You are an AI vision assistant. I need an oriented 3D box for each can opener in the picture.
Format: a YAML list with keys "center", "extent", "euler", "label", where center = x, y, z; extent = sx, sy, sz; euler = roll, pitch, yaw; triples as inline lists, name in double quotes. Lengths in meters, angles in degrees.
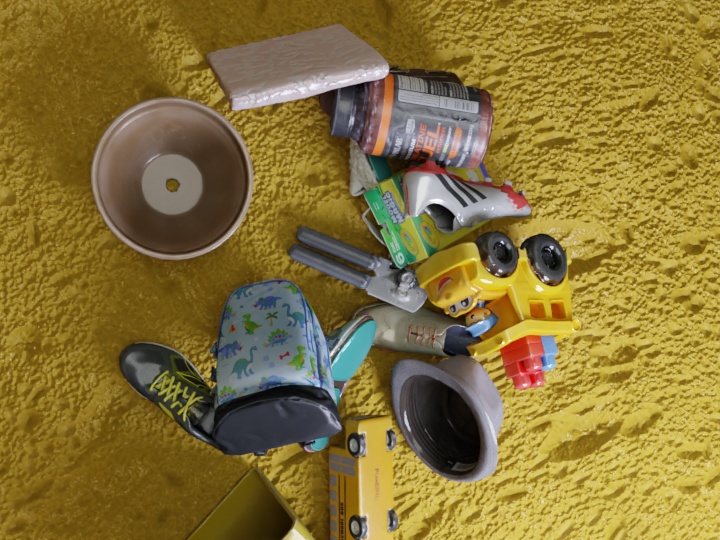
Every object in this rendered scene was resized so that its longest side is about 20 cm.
- center: [0.000, 0.000, 1.223]
  extent: [0.199, 0.067, 0.054]
  euler: [23, 85, 2]
  label: "can opener"

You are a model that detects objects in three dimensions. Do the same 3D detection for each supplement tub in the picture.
- center: [0.063, -0.195, 1.148]
  extent: [0.199, 0.107, 0.108]
  euler: [7, 88, -7]
  label: "supplement tub"

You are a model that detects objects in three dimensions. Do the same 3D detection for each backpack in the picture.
- center: [-0.110, 0.110, 1.122]
  extent: [0.162, 0.200, 0.154]
  euler: [-12, 125, 11]
  label: "backpack"

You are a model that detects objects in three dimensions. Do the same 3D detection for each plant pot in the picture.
- center: [-0.118, 0.406, 1.124]
  extent: [0.200, 0.200, 0.176]
  euler: [-47, 111, -9]
  label: "plant pot"
- center: [-0.240, -0.114, 1.143]
  extent: [0.199, 0.093, 0.202]
  euler: [0, 90, -12]
  label: "plant pot"

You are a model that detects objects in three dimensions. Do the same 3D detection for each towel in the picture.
- center: [-0.087, -0.261, 1.138]
  extent: [0.199, 0.191, 0.032]
  euler: [-16, 122, -12]
  label: "towel"

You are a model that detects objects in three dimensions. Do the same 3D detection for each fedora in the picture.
- center: [0.130, 0.184, 1.197]
  extent: [0.090, 0.176, 0.201]
  euler: [-34, 123, -37]
  label: "fedora"

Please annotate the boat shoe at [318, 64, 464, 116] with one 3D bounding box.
- center: [0.043, -0.246, 1.230]
  extent: [0.201, 0.075, 0.075]
  euler: [3, 50, -3]
  label: "boat shoe"

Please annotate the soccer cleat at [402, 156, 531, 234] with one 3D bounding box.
- center: [0.138, -0.083, 1.162]
  extent: [0.199, 0.068, 0.086]
  euler: [15, 78, -31]
  label: "soccer cleat"

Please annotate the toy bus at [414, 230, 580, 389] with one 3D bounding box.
- center: [0.188, 0.059, 1.172]
  extent: [0.199, 0.136, 0.193]
  euler: [3, 70, -35]
  label: "toy bus"

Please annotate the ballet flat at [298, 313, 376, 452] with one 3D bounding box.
- center: [-0.047, 0.142, 1.193]
  extent: [0.069, 0.071, 0.201]
  euler: [18, 95, -51]
  label: "ballet flat"

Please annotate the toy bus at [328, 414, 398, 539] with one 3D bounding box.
- center: [0.001, 0.295, 1.194]
  extent: [0.065, 0.078, 0.201]
  euler: [-1, 89, -40]
  label: "toy bus"

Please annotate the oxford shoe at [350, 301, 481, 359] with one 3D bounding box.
- center: [0.086, 0.082, 1.223]
  extent: [0.199, 0.074, 0.071]
  euler: [7, 89, -12]
  label: "oxford shoe"

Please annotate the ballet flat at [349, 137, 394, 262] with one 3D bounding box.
- center: [0.022, -0.099, 1.219]
  extent: [0.071, 0.072, 0.201]
  euler: [-28, 93, -11]
  label: "ballet flat"

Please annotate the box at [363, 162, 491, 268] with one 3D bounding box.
- center: [0.100, -0.091, 1.201]
  extent: [0.200, 0.048, 0.118]
  euler: [-30, 97, -36]
  label: "box"

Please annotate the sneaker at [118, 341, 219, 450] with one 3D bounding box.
- center: [-0.223, 0.161, 1.148]
  extent: [0.200, 0.085, 0.075]
  euler: [38, 81, -10]
  label: "sneaker"
